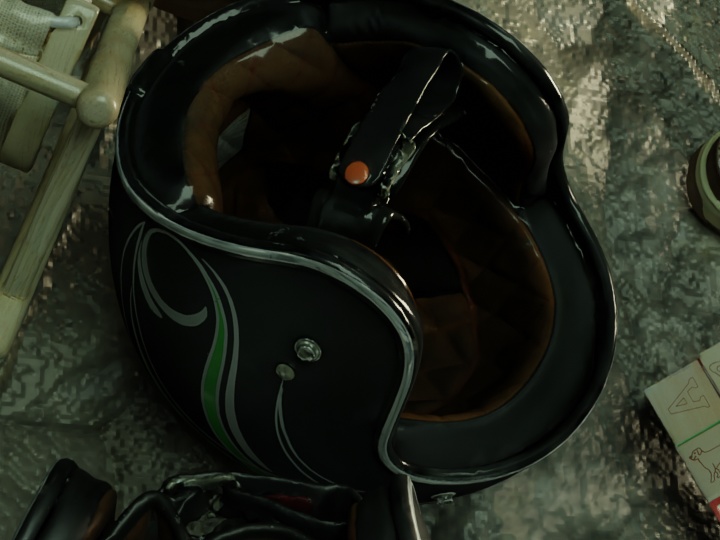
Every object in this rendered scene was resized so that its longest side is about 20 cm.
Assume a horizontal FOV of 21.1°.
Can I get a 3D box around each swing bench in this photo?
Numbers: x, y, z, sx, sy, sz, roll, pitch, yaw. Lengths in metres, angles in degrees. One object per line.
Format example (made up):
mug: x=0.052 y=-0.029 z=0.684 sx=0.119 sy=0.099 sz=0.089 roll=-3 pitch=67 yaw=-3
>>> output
swing bench: x=-0.186 y=-0.104 z=0.748 sx=0.199 sy=0.130 sz=0.200 roll=23 pitch=35 yaw=-11

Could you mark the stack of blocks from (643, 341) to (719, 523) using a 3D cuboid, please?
stack of blocks: x=0.242 y=0.052 z=0.857 sx=0.200 sy=0.059 sz=0.115 roll=-31 pitch=81 yaw=16

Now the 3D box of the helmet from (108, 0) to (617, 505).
helmet: x=0.000 y=0.000 z=0.781 sx=0.200 sy=0.191 sz=0.200 roll=-8 pitch=48 yaw=9

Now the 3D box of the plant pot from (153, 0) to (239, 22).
plant pot: x=-0.059 y=-0.209 z=0.852 sx=0.200 sy=0.200 sz=0.175 roll=28 pitch=78 yaw=-8

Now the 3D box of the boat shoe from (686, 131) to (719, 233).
boat shoe: x=0.263 y=-0.019 z=0.950 sx=0.202 sy=0.075 sz=0.075 roll=19 pitch=65 yaw=-13

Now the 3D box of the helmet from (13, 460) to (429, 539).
helmet: x=-0.051 y=0.168 z=0.673 sx=0.200 sy=0.200 sz=0.191 roll=20 pitch=39 yaw=-12
